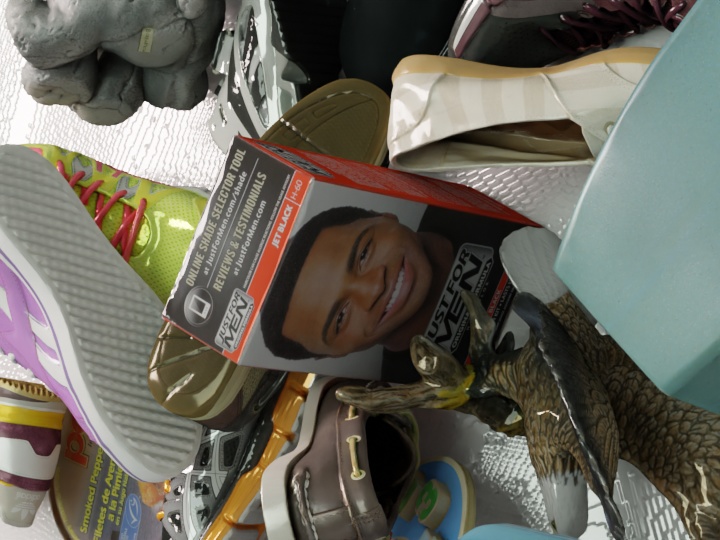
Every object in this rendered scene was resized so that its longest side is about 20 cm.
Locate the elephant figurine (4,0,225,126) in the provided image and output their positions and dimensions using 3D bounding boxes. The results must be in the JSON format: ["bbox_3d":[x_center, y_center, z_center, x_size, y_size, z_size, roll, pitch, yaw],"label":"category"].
[{"bbox_3d":[-0.142,-0.198,1.561,0.154,0.142,0.201,-7,61,9],"label":"elephant figurine"}]

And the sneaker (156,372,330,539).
[{"bbox_3d":[-0.074,0.104,1.485,0.077,0.078,0.201,29,92,18],"label":"sneaker"}]

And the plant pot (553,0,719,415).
[{"bbox_3d":[0.197,-0.036,1.234,0.200,0.141,0.141,-50,57,14],"label":"plant pot"}]

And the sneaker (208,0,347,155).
[{"bbox_3d":[-0.054,-0.112,1.503,0.088,0.074,0.201,-13,78,37],"label":"sneaker"}]

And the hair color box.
[{"bbox_3d":[0.000,0.000,1.365,0.061,0.200,0.102,30,103,37],"label":"hair color box"}]

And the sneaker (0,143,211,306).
[{"bbox_3d":[-0.153,-0.027,1.516,0.199,0.090,0.079,16,86,40],"label":"sneaker"}]

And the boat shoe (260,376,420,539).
[{"bbox_3d":[0.000,0.098,1.379,0.059,0.200,0.072,-13,101,14],"label":"boat shoe"}]

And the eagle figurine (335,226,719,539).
[{"bbox_3d":[0.114,0.073,1.308,0.200,0.152,0.151,7,127,54],"label":"eagle figurine"}]

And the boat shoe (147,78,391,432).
[{"bbox_3d":[-0.040,-0.006,1.427,0.072,0.066,0.201,27,83,32],"label":"boat shoe"}]

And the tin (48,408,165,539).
[{"bbox_3d":[-0.122,0.074,1.559,0.112,0.042,0.201,13,92,35],"label":"tin"}]

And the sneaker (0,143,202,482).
[{"bbox_3d":[-0.165,0.038,1.477,0.114,0.072,0.201,-39,78,48],"label":"sneaker"}]

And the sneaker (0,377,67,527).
[{"bbox_3d":[-0.246,0.104,1.609,0.200,0.075,0.091,2,80,56],"label":"sneaker"}]

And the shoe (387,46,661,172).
[{"bbox_3d":[0.104,-0.072,1.357,0.199,0.070,0.054,3,58,27],"label":"shoe"}]

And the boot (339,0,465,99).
[{"bbox_3d":[0.008,-0.183,1.406,0.073,0.162,0.199,42,110,35],"label":"boot"}]

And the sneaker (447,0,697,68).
[{"bbox_3d":[0.137,-0.131,1.356,0.200,0.076,0.116,-43,63,26],"label":"sneaker"}]

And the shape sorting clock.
[{"bbox_3d":[-0.002,0.184,1.384,0.200,0.039,0.200,-56,11,17],"label":"shape sorting clock"}]

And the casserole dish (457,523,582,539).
[{"bbox_3d":[0.108,0.180,1.287,0.121,0.200,0.039,10,58,34],"label":"casserole dish"}]
